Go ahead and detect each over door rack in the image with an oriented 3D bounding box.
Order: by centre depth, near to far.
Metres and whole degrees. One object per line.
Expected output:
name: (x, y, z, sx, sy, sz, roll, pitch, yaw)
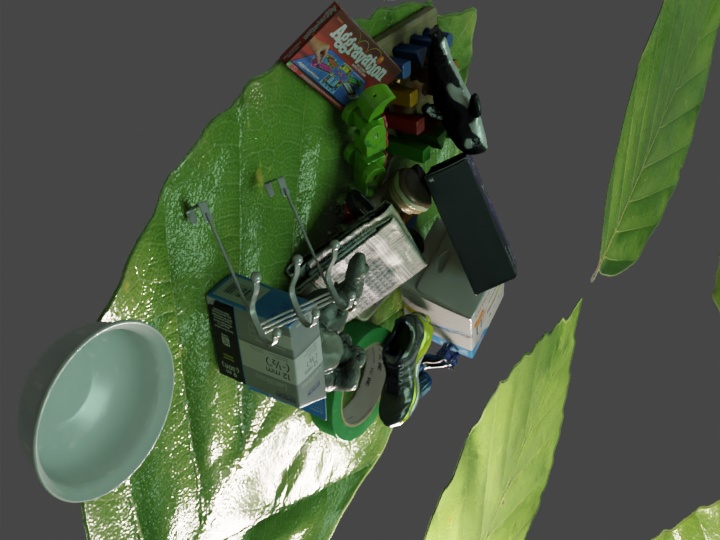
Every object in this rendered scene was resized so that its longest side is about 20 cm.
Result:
over door rack: (-0.104, -0.023, 1.161, 0.147, 0.202, 0.067, -23, 167, -43)

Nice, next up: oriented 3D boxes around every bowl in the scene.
bowl: (-0.302, 0.139, 1.026, 0.200, 0.089, 0.204, -36, 134, -47)

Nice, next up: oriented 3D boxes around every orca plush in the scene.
orca plush: (0.125, -0.257, 1.407, 0.070, 0.105, 0.202, -27, 122, -12)

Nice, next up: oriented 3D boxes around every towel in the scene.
towel: (0.000, 0.000, 1.436, 0.191, 0.035, 0.200, -33, 146, 4)

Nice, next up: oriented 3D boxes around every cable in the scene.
cable: (0.023, -0.067, 1.487, 0.198, 0.050, 0.099, 9, 69, -51)

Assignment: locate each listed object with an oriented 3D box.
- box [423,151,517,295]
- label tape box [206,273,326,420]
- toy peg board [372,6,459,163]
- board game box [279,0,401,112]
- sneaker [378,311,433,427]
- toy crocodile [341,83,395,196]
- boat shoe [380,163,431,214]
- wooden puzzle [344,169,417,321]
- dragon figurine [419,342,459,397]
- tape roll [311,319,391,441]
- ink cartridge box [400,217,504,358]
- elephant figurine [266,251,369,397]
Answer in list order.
box: (0.178, -0.080, 1.502, 0.203, 0.078, 0.141, 65, 15, -8)
label tape box: (-0.123, 0.119, 1.269, 0.066, 0.141, 0.203, -40, 138, -44)
toy peg board: (0.097, -0.280, 1.477, 0.200, 0.097, 0.202, -42, 140, -43)
board game box: (-0.022, -0.283, 1.297, 0.103, 0.020, 0.199, -44, 153, 11)
sneaker: (0.062, 0.166, 1.612, 0.080, 0.073, 0.204, 15, 86, -55)
toy crocodile: (0.015, -0.188, 1.384, 0.061, 0.068, 0.202, -26, 145, -20)
boat shoe: (0.066, -0.111, 1.448, 0.076, 0.072, 0.200, -33, -179, 15)
wooden puzzle: (0.046, -0.038, 1.576, 0.185, 0.046, 0.202, -46, 142, -38)
dragon figurine: (0.091, 0.194, 1.711, 0.199, 0.099, 0.059, -41, 123, -19)
tape roll: (-0.009, 0.187, 1.606, 0.200, 0.048, 0.204, -37, 136, -47)
ink cartridge box: (0.168, 0.035, 1.691, 0.149, 0.143, 0.201, -60, 162, -18)
elephant figurine: (-0.064, 0.082, 1.372, 0.202, 0.139, 0.157, 82, 24, -49)
